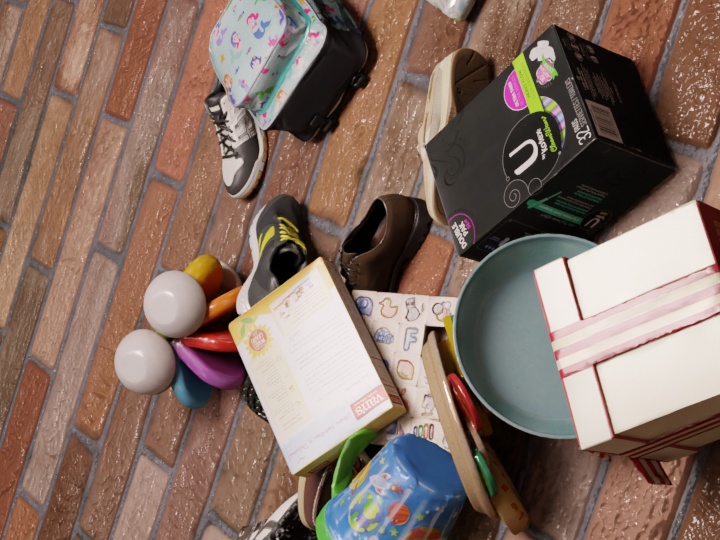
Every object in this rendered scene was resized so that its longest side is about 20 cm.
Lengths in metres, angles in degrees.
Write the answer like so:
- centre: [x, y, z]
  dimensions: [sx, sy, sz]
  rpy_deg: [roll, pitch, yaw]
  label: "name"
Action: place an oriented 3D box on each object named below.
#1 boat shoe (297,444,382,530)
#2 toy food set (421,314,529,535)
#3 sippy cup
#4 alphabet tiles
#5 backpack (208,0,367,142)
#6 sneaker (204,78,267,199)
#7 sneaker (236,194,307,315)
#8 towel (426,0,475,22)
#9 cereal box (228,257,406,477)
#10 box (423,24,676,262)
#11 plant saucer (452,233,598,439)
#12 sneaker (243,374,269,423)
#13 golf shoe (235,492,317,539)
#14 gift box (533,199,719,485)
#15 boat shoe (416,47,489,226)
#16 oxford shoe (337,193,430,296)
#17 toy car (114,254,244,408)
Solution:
- centre: [-0.007, 0.205, 1.650]
  dimensions: [0.072, 0.072, 0.202]
  rpy_deg: [26, 92, 50]
  label: "boat shoe"
- centre: [0.109, 0.150, 1.453]
  dimensions: [0.048, 0.199, 0.201]
  rpy_deg: [-19, 45, 5]
  label: "toy food set"
- centre: [0.041, 0.245, 1.521]
  dimensions: [0.177, 0.140, 0.131]
  rpy_deg: [36, 113, 8]
  label: "sippy cup"
- centre: [0.036, 0.108, 1.613]
  dimensions: [0.198, 0.008, 0.169]
  rpy_deg: [3, 79, 30]
  label: "alphabet tiles"
- centre: [-0.099, -0.284, 1.854]
  dimensions: [0.178, 0.150, 0.201]
  rpy_deg: [-54, 39, 27]
  label: "backpack"
- centre: [-0.173, -0.197, 1.956]
  dimensions: [0.075, 0.087, 0.202]
  rpy_deg: [-9, 74, 47]
  label: "sneaker"
- centre: [-0.090, -0.019, 1.785]
  dimensions: [0.085, 0.074, 0.201]
  rpy_deg: [-40, 32, 43]
  label: "sneaker"
- centre: [0.103, -0.402, 1.714]
  dimensions: [0.200, 0.048, 0.172]
  rpy_deg: [46, 117, 47]
  label: "towel"
- centre: [-0.051, 0.107, 1.634]
  dimensions: [0.143, 0.039, 0.201]
  rpy_deg: [-34, 64, 17]
  label: "cereal box"
- centre: [0.183, -0.112, 1.465]
  dimensions: [0.200, 0.123, 0.150]
  rpy_deg: [-42, 48, 36]
  label: "box"
- centre: [0.184, 0.065, 1.396]
  dimensions: [0.036, 0.198, 0.202]
  rpy_deg: [101, 167, -70]
  label: "plant saucer"
- centre: [-0.076, 0.108, 1.771]
  dimensions: [0.078, 0.085, 0.201]
  rpy_deg: [33, 124, 7]
  label: "sneaker"
- centre: [-0.109, 0.317, 1.734]
  dimensions: [0.201, 0.077, 0.095]
  rpy_deg: [-58, 42, 20]
  label: "golf shoe"
- centre: [0.270, 0.070, 1.261]
  dimensions: [0.186, 0.199, 0.186]
  rpy_deg: [-26, 61, 31]
  label: "gift box"
- centre: [0.098, -0.143, 1.627]
  dimensions: [0.065, 0.072, 0.202]
  rpy_deg: [-16, 65, 57]
  label: "boat shoe"
- centre: [0.000, 0.000, 1.690]
  dimensions: [0.073, 0.084, 0.202]
  rpy_deg: [38, 110, 47]
  label: "oxford shoe"
- centre: [-0.204, 0.088, 1.878]
  dimensions: [0.149, 0.175, 0.201]
  rpy_deg: [34, 109, 12]
  label: "toy car"
